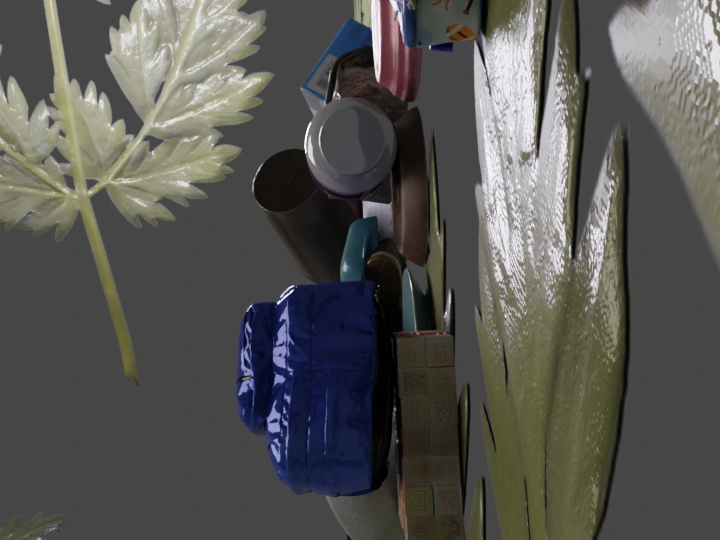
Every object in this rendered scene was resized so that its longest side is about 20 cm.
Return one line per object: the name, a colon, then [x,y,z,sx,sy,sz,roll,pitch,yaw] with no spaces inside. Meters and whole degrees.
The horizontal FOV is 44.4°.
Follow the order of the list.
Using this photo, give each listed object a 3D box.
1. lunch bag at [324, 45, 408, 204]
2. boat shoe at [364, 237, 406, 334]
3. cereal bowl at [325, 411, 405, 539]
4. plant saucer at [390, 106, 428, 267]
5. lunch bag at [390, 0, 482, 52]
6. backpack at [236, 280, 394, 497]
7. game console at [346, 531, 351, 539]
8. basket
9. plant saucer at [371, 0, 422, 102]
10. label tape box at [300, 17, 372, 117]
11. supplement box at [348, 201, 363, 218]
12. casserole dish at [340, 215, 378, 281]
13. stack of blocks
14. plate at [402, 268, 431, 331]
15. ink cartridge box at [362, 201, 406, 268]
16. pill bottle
lunch bag: [0.003,-0.224,1.316,0.201,0.115,0.166,-93,11,-55]
boat shoe: [0.047,0.038,1.327,0.202,0.072,0.065,88,-162,-46]
cereal bowl: [0.030,0.230,1.043,0.201,0.083,0.201,52,-160,-28]
plant saucer: [0.059,-0.105,1.124,0.200,0.034,0.204,178,90,-88]
lunch bag: [0.048,-0.260,0.677,0.201,0.074,0.162,-94,0,-58]
backpack: [-0.044,0.132,0.918,0.163,0.165,0.203,70,-165,-72]
game console: [0.039,0.351,1.167,0.202,0.114,0.178,-96,3,-47]
basket: [-0.082,-0.090,1.402,0.181,0.135,0.200,50,176,31]
plant saucer: [0.042,-0.311,1.093,0.201,0.050,0.204,178,90,-88]
label tape box: [-0.014,-0.293,1.458,0.144,0.066,0.200,-57,-22,-11]
supplement box: [-0.006,-0.125,1.598,0.110,0.085,0.202,-43,-35,-39]
casserole dish: [0.000,0.000,1.347,0.201,0.038,0.123,84,-164,-60]
stack of blocks: [0.066,0.165,0.911,0.115,0.057,0.204,-165,72,-88]
plate: [0.073,0.099,1.115,0.200,0.025,0.204,177,90,-89]
ink cartridge box: [0.054,-0.092,1.412,0.199,0.056,0.166,-167,74,-67]
pill bottle: [-0.013,-0.149,1.091,0.200,0.110,0.115,-165,72,-87]
